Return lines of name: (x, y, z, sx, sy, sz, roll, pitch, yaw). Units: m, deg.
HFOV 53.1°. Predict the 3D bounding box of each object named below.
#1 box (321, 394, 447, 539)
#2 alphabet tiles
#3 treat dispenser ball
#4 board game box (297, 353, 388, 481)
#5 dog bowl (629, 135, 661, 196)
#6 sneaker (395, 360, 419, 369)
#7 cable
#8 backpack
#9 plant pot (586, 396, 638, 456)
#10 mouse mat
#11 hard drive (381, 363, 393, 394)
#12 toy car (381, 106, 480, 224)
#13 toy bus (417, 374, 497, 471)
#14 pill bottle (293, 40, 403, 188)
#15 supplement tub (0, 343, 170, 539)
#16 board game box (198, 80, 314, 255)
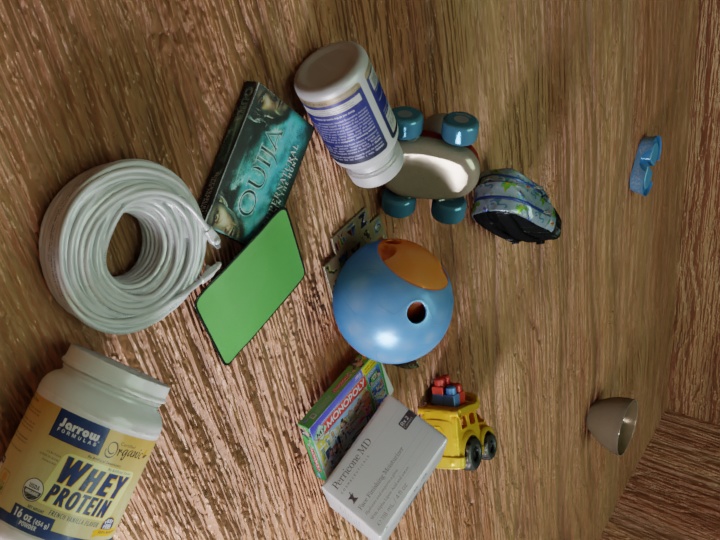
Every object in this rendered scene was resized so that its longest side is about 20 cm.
box: (0.043, 0.358, 1.273, 0.200, 0.130, 0.201, -51, 163, -19)
alphabet tiles: (0.000, 0.000, 1.262, 0.166, 0.006, 0.202, -45, 134, -36)
treat dispenser ball: (0.053, 0.049, 1.174, 0.200, 0.199, 0.204, -23, 120, -47)
board game box: (-0.023, 0.248, 1.256, 0.200, 0.029, 0.136, -45, 136, -36)
dog bowl: (0.938, -0.348, 2.375, 0.111, 0.049, 0.203, 19, 86, -54)
sneaker: (0.125, 0.106, 1.410, 0.202, 0.075, 0.071, -60, 141, -19)
cable: (-0.269, -0.029, 0.834, 0.200, 0.068, 0.202, -48, 136, -32)
backpack: (0.319, -0.134, 1.537, 0.198, 0.162, 0.157, 0, 94, -46)
plant pot: (0.876, 0.530, 2.533, 0.199, 0.133, 0.204, -23, 120, -47)
mouse mat: (-0.152, 0.024, 1.033, 0.200, 0.007, 0.162, -50, 149, -27)
hard drive: (-0.015, 0.257, 1.316, 0.201, 0.026, 0.133, -52, 138, -29)
toy car: (0.123, -0.217, 1.263, 0.201, 0.174, 0.187, -77, 172, -51)
toy bus: (0.207, 0.324, 1.575, 0.199, 0.134, 0.196, -2, 88, -55)
pill bottle: (-0.009, -0.226, 1.074, 0.117, 0.114, 0.201, -57, 140, -23)
supplement tub: (-0.308, 0.198, 0.796, 0.144, 0.143, 0.203, 37, 72, -52)
board game box: (-0.143, -0.138, 0.998, 0.135, 0.028, 0.203, 29, 79, -55)
